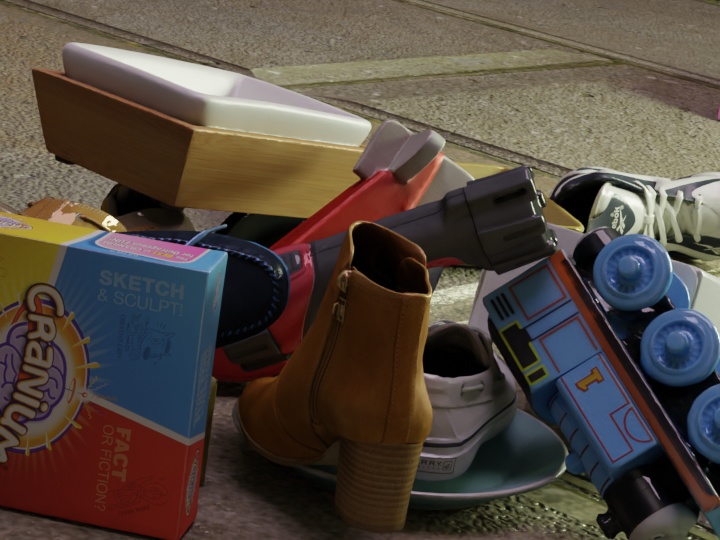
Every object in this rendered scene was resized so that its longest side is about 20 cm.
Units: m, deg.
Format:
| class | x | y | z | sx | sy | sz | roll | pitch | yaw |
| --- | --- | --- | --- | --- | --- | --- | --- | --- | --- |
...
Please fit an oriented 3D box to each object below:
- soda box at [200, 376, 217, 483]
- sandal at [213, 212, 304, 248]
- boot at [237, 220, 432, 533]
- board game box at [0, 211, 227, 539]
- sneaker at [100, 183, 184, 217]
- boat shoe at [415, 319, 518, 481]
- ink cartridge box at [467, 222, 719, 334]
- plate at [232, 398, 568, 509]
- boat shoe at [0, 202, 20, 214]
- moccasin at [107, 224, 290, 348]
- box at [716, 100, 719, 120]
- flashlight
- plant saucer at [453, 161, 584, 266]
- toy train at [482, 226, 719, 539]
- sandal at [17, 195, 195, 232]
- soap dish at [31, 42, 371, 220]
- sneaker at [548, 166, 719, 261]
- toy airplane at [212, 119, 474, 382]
| class | x | y | z | sx | sy | sz | roll | pitch | yaw |
| --- | --- | --- | --- | --- | --- | --- | --- | --- | --- |
| soda box | -0.163 | 0.062 | 1.293 | 0.068 | 0.064 | 0.200 | -2 | 18 | -34 |
| sandal | -0.045 | -0.010 | 1.606 | 0.045 | 0.075 | 0.200 | 31 | 23 | 30 |
| boot | -0.008 | 0.042 | 1.199 | 0.071 | 0.144 | 0.201 | 2 | 15 | -23 |
| board game box | -0.178 | 0.048 | 1.167 | 0.200 | 0.153 | 0.040 | 10 | 17 | 8 |
| sneaker | -0.152 | -0.027 | 1.564 | 0.075 | 0.090 | 0.200 | 5 | 16 | -12 |
| boat shoe | 0.058 | 0.062 | 1.305 | 0.073 | 0.067 | 0.200 | 10 | 16 | 4 |
| ink cartridge box | 0.180 | 0.035 | 1.426 | 0.144 | 0.085 | 0.200 | 18 | -2 | 32 |
| plate | 0.023 | 0.104 | 1.309 | 0.200 | 0.026 | 0.200 | 7 | 15 | -2 |
| boat shoe | -0.244 | 0.000 | 1.467 | 0.200 | 0.072 | 0.065 | 21 | 18 | 22 |
| moccasin | -0.140 | 0.017 | 1.221 | 0.200 | 0.081 | 0.068 | -3 | 0 | 8 |
| box | 0.535 | -0.216 | 2.589 | 0.176 | 0.097 | 0.200 | 15 | 16 | 24 |
| flashlight | 0.013 | 0.000 | 1.280 | 0.200 | 0.068 | 0.068 | -18 | 6 | 9 |
| plant saucer | 0.058 | -0.047 | 1.825 | 0.200 | 0.049 | 0.200 | 4 | 17 | -16 |
| toy train | 0.157 | 0.070 | 1.260 | 0.200 | 0.114 | 0.087 | 61 | 7 | 26 |
| sandal | -0.173 | -0.022 | 1.361 | 0.080 | 0.054 | 0.200 | 15 | 21 | 30 |
| soap dish | -0.105 | -0.091 | 1.508 | 0.157 | 0.081 | 0.200 | 23 | 12 | 37 |
| sneaker | 0.241 | -0.043 | 1.850 | 0.199 | 0.080 | 0.130 | 15 | 18 | 23 |
| toy airplane | 0.000 | 0.000 | 1.433 | 0.199 | 0.141 | 0.200 | -30 | 8 | 29 |
